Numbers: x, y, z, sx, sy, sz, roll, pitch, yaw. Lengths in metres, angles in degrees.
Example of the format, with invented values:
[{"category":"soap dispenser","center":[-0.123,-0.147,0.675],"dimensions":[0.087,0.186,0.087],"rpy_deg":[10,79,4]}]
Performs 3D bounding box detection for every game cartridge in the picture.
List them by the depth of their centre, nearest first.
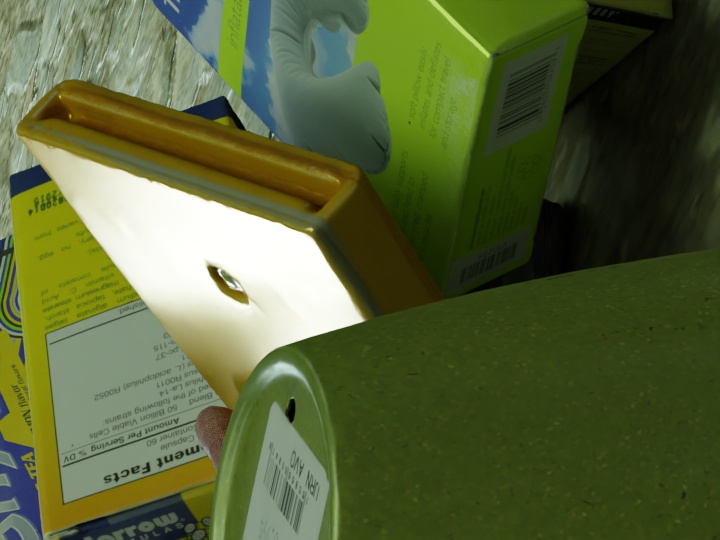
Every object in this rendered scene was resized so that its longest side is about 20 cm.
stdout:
[{"category":"game cartridge","center":[-0.013,0.026,0.889],"dimensions":[0.032,0.200,0.176],"rpy_deg":[-49,38,-17]}]

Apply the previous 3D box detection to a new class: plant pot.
[{"category":"plant pot","center":[0.070,0.072,0.648],"dimensions":[0.187,0.200,0.187],"rpy_deg":[-174,90,-70]}]

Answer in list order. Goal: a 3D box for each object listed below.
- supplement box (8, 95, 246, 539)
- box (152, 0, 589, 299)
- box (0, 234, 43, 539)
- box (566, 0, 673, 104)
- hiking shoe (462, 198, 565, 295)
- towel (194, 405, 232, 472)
[{"category":"supplement box","center":[-0.075,0.045,1.119],"dimensions":[0.110,0.109,0.200],"rpy_deg":[59,-165,-49]},{"category":"box","center":[-0.009,-0.098,0.889],"dimensions":[0.200,0.048,0.122],"rpy_deg":[47,147,29]},{"category":"box","center":[-0.150,0.083,1.165],"dimensions":[0.064,0.070,0.200],"rpy_deg":[53,-160,-52]},{"category":"box","center":[0.038,-0.082,0.961],"dimensions":[0.200,0.075,0.050],"rpy_deg":[137,136,-62]},{"category":"hiking shoe","center":[0.000,0.000,0.996],"dimensions":[0.200,0.101,0.076],"rpy_deg":[158,119,-66]},{"category":"towel","center":[0.009,0.141,0.908],"dimensions":[0.023,0.144,0.200],"rpy_deg":[-37,32,2]}]
